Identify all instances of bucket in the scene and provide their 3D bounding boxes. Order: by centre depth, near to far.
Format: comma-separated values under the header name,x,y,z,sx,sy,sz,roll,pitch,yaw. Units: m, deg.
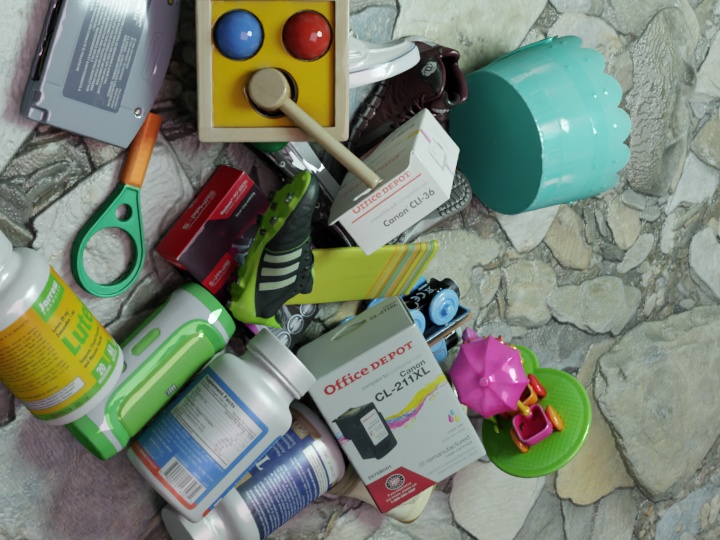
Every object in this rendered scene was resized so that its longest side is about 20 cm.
name,x,y,z,sx,sy,sz,roll,pitch,yaw
bucket,0.210,-0.169,1.674,0.134,0.207,0.209,-19,113,-29

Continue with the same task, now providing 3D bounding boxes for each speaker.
name,x,y,z,sx,sy,sz,roll,pitch,yaw
speaker,-0.227,0.106,1.485,0.200,0.088,0.089,-46,125,-19

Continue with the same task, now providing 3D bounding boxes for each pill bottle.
name,x,y,z,sx,sy,sz,roll,pitch,yaw
pill bottle,-0.332,0.049,1.371,0.111,0.111,0.201,-47,125,-18
pill bottle,-0.144,0.161,1.486,0.200,0.112,0.112,-45,125,-8
pill bottle,-0.124,0.246,1.583,0.199,0.111,0.112,-34,120,-26

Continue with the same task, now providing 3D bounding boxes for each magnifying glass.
name,x,y,z,sx,sy,sz,roll,pitch,yaw
magnifying glass,-0.249,-0.070,1.464,0.079,0.022,0.202,16,94,-38

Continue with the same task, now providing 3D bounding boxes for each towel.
name,x,y,z,sx,sy,sz,roll,pitch,yaw
towel,0.000,0.000,1.587,0.199,0.018,0.086,-4,137,-42

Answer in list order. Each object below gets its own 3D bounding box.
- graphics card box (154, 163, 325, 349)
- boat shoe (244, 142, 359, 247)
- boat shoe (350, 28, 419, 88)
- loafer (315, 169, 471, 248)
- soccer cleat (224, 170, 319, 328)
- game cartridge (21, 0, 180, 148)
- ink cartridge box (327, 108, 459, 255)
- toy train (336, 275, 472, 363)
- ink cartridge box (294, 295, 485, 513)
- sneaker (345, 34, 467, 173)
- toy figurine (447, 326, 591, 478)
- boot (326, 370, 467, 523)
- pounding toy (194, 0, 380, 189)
name,x,y,z,sx,sy,sz,roll,pitch,yaw
graphics card box,-0.121,-0.007,1.557,0.126,0.051,0.200,-53,128,-15
boat shoe,-0.065,-0.090,1.553,0.066,0.070,0.201,-39,110,-9
boat shoe,-0.023,-0.238,1.549,0.199,0.073,0.066,-20,110,-27
loafer,0.039,-0.053,1.651,0.199,0.071,0.074,-22,80,-14
soccer cleat,-0.077,-0.021,1.468,0.080,0.068,0.201,17,126,-18
game cartridge,-0.254,-0.232,1.406,0.132,0.041,0.202,16,92,-35
ink cartridge box,0.038,-0.091,1.501,0.116,0.200,0.068,-35,103,20
toy train,0.048,0.088,1.693,0.199,0.086,0.115,-33,128,-28
ink cartridge box,0.033,0.154,1.595,0.145,0.083,0.201,-30,116,0
sneaker,0.058,-0.175,1.606,0.075,0.115,0.202,22,88,-39
toy figurine,0.173,0.130,1.712,0.149,0.201,0.184,-32,137,10
boot,0.042,0.202,1.725,0.154,0.072,0.201,26,86,-36
pounding toy,-0.077,-0.193,1.433,0.182,0.142,0.202,-1,102,-7
